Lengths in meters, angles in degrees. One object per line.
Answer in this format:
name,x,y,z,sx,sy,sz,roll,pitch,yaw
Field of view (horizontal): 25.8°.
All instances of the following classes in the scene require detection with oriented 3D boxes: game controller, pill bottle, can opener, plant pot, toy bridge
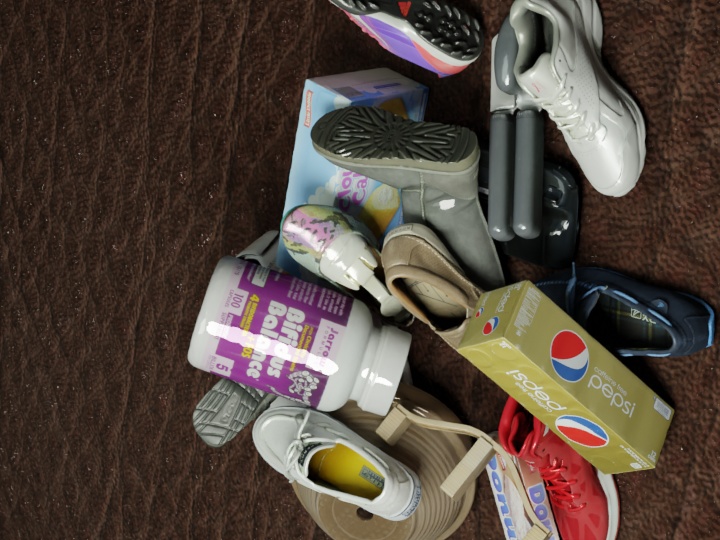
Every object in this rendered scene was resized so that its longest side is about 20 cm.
game controller,0.126,-0.069,1.495,0.199,0.042,0.105,22,130,40
pill bottle,-0.056,0.068,1.501,0.198,0.113,0.113,18,120,-2
can opener,0.135,-0.129,1.420,0.052,0.066,0.203,-4,82,35
plant pot,0.015,0.217,1.576,0.198,0.093,0.203,7,121,12
toy bridge,0.103,0.185,1.475,0.200,0.027,0.067,39,87,24

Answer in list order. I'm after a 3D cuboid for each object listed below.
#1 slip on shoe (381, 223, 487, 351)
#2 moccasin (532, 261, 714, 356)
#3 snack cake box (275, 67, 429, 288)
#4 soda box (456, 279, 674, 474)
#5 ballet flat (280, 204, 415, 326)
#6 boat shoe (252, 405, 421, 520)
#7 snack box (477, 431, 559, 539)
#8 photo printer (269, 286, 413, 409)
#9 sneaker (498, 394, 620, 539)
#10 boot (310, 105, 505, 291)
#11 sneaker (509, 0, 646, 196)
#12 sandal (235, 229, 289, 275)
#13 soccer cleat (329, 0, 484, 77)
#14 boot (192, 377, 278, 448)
slip on shoe,0.090,0.040,1.462,0.075,0.061,0.200,-23,126,28
moccasin,0.218,0.036,1.403,0.199,0.068,0.081,2,103,45
snack cake box,-0.009,-0.092,1.560,0.067,0.114,0.202,29,121,35
soda box,0.181,0.096,1.377,0.200,0.064,0.067,40,148,-21
ballet flat,0.000,0.000,1.515,0.069,0.200,0.071,-44,50,5
boat shoe,-0.041,0.177,1.488,0.201,0.086,0.075,26,88,37
snack box,0.166,0.255,1.532,0.072,0.024,0.202,-16,90,67
photo printer,-0.030,0.104,1.667,0.199,0.069,0.168,-18,89,46
sneaker,0.173,0.184,1.455,0.078,0.115,0.202,-7,96,45
boot,0.048,-0.052,1.482,0.180,0.073,0.201,17,146,25
sneaker,0.177,-0.154,1.368,0.078,0.099,0.202,-29,81,45
sandal,-0.109,0.009,1.629,0.059,0.207,0.079,34,142,-3
soccer cleat,0.018,-0.242,1.465,0.199,0.069,0.073,28,154,-13
boot,-0.098,0.101,1.619,0.068,0.200,0.131,46,175,2
